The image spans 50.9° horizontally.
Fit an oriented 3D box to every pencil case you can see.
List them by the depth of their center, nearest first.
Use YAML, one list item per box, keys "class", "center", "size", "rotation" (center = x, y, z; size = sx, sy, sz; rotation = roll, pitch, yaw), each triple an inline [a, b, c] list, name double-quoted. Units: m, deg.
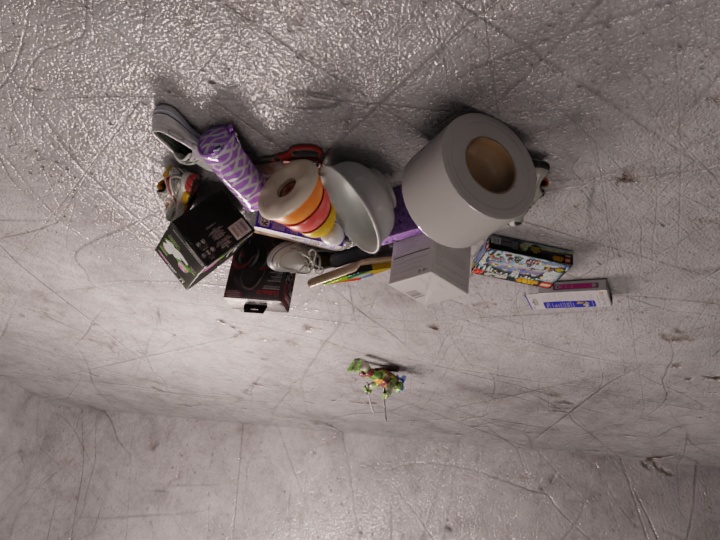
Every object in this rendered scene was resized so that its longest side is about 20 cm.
- class: "pencil case"
  center: [-0.245, -0.205, 1.517]
  size: [0.085, 0.084, 0.200]
  rotation: [-35, 140, -1]

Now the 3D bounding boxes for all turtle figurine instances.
- class: "turtle figurine"
  center: [0.041, 0.394, 2.540]
  size: [0.194, 0.144, 0.200]
  rotation: [36, 104, -13]

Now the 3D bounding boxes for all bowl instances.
- class: "bowl"
  center: [0.008, -0.142, 1.515]
  size: [0.201, 0.090, 0.201]
  rotation: [49, 160, 24]

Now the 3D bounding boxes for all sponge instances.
- class: "sponge"
  center: [0.084, -0.118, 1.559]
  size: [0.199, 0.112, 0.030]
  rotation: [-14, 151, 39]

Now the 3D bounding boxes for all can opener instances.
- class: "can opener"
  center: [0.018, -0.066, 1.726]
  size: [0.199, 0.067, 0.053]
  rotation: [-17, -172, 22]

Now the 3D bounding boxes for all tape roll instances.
- class: "tape roll"
  center: [0.192, -0.157, 1.344]
  size: [0.202, 0.204, 0.139]
  rotation: [19, 153, -20]

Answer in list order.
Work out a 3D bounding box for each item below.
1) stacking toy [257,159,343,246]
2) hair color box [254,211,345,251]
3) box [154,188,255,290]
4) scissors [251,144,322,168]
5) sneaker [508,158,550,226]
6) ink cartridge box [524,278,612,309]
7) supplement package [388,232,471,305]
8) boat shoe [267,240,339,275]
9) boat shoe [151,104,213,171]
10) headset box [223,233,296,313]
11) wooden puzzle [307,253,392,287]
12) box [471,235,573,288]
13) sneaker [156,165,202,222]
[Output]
- class: "stacking toy"
  center: [-0.097, -0.113, 1.533]
  size: [0.146, 0.147, 0.200]
  rotation: [-11, 138, 36]
- class: "hair color box"
  center: [-0.136, -0.097, 1.696]
  size: [0.199, 0.065, 0.109]
  rotation: [14, 174, -7]
- class: "box"
  center: [-0.354, -0.067, 1.707]
  size: [0.125, 0.148, 0.200]
  rotation: [52, 150, -3]
- class: "scissors"
  center: [-0.169, -0.231, 1.530]
  size: [0.199, 0.014, 0.073]
  rotation: [4, 156, 14]
- class: "sneaker"
  center: [0.322, -0.147, 1.471]
  size: [0.079, 0.074, 0.200]
  rotation: [1, 153, 5]
- class: "ink cartridge box"
  center: [0.513, 0.061, 1.869]
  size: [0.199, 0.037, 0.095]
  rotation: [-6, 151, 23]
- class: "supplement package"
  center: [0.149, -0.050, 1.573]
  size: [0.119, 0.201, 0.121]
  rotation: [-18, 144, 42]
- class: "boat shoe"
  center: [-0.117, -0.022, 1.763]
  size: [0.201, 0.075, 0.086]
  rotation: [-3, -157, -44]
- class: "boat shoe"
  center: [-0.346, -0.242, 1.499]
  size: [0.073, 0.067, 0.200]
  rotation: [-8, 149, 32]
- class: "headset box"
  center: [-0.236, 0.012, 1.823]
  size: [0.148, 0.201, 0.075]
  rotation: [4, 156, 13]
- class: "wooden puzzle"
  center: [0.000, 0.000, 1.792]
  size: [0.199, 0.037, 0.185]
  rotation: [-15, 176, -46]
- class: "box"
  center: [0.371, -0.018, 1.750]
  size: [0.199, 0.040, 0.137]
  rotation: [11, 155, -4]
- class: "sneaker"
  center: [-0.407, -0.171, 1.674]
  size: [0.082, 0.078, 0.200]
  rotation: [29, 148, -7]
